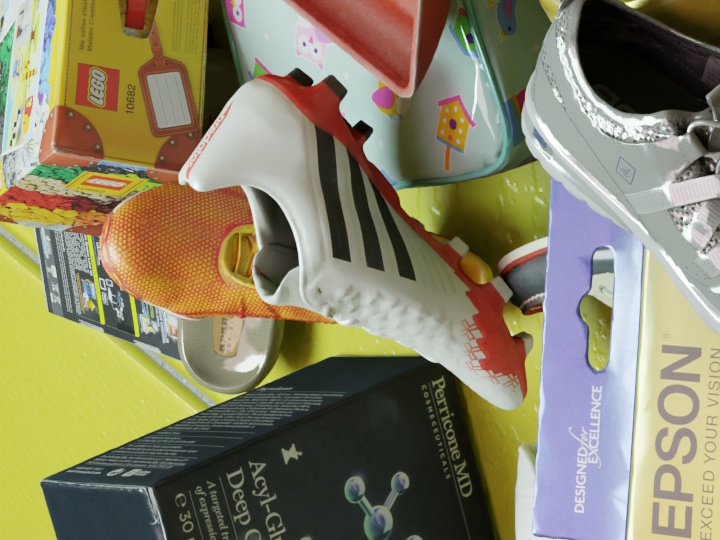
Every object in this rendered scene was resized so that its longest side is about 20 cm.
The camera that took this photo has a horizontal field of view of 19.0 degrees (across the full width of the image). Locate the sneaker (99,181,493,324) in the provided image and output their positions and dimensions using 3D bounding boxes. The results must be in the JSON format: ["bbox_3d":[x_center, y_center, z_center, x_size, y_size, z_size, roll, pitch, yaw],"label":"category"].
[{"bbox_3d":[-0.027,-0.008,1.033,0.077,0.200,0.073,-9,77,64],"label":"sneaker"}]

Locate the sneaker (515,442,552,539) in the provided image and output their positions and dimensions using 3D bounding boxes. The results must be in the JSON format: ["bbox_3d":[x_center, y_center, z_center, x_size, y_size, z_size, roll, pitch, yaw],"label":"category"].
[{"bbox_3d":[0.130,0.101,0.988,0.200,0.075,0.089,-19,80,55],"label":"sneaker"}]

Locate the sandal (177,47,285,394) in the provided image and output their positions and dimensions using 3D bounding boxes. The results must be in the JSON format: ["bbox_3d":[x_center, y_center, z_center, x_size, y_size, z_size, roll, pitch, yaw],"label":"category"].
[{"bbox_3d":[-0.075,-0.020,1.168,0.080,0.054,0.201,10,111,17],"label":"sandal"}]

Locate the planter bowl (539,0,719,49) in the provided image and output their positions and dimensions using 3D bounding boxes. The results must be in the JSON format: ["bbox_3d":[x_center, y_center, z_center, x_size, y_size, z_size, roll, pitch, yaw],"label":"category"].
[{"bbox_3d":[0.099,-0.180,0.811,0.200,0.083,0.201,-16,69,49],"label":"planter bowl"}]

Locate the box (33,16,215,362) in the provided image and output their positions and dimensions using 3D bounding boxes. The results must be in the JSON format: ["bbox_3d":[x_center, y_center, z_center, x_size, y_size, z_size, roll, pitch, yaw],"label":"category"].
[{"bbox_3d":[-0.140,-0.057,1.268,0.160,0.044,0.201,15,118,47],"label":"box"}]

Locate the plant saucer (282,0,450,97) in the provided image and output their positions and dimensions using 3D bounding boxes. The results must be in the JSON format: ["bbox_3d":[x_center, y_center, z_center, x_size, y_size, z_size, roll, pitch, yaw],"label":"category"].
[{"bbox_3d":[-0.016,-0.204,0.907,0.200,0.037,0.200,43,142,40],"label":"plant saucer"}]

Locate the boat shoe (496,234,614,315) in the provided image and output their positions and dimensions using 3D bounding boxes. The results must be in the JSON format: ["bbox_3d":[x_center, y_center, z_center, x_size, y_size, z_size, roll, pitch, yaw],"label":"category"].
[{"bbox_3d":[0.137,-0.003,0.926,0.200,0.071,0.063,-18,91,48],"label":"boat shoe"}]

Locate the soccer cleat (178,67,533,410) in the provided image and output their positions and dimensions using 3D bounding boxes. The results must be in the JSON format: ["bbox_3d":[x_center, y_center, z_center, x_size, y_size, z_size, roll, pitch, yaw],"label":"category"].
[{"bbox_3d":[0.000,0.000,0.964,0.200,0.085,0.069,51,167,-23],"label":"soccer cleat"}]

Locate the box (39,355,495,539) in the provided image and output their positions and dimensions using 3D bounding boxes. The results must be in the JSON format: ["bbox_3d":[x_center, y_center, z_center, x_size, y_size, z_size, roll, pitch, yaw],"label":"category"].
[{"bbox_3d":[-0.040,0.144,1.107,0.107,0.200,0.149,-4,105,51],"label":"box"}]

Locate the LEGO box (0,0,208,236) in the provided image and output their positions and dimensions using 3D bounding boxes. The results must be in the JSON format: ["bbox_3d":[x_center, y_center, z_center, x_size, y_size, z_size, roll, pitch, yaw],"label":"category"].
[{"bbox_3d":[-0.138,-0.132,1.104,0.149,0.077,0.201,154,121,-61],"label":"LEGO box"}]

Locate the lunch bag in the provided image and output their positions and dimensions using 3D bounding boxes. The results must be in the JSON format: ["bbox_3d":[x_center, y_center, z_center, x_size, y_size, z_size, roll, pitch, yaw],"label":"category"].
[{"bbox_3d":[0.018,-0.120,1.011,0.200,0.077,0.161,-4,102,52],"label":"lunch bag"}]

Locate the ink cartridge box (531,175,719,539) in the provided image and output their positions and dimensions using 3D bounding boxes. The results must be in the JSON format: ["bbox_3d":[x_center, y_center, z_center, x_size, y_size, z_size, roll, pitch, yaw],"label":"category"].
[{"bbox_3d":[0.155,0.019,0.831,0.200,0.047,0.198,3,91,27],"label":"ink cartridge box"}]

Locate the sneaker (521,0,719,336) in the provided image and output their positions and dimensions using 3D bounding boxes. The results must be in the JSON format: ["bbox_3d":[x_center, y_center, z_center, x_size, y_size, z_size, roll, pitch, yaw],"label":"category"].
[{"bbox_3d":[0.134,-0.031,0.762,0.200,0.075,0.082,35,155,26],"label":"sneaker"}]
